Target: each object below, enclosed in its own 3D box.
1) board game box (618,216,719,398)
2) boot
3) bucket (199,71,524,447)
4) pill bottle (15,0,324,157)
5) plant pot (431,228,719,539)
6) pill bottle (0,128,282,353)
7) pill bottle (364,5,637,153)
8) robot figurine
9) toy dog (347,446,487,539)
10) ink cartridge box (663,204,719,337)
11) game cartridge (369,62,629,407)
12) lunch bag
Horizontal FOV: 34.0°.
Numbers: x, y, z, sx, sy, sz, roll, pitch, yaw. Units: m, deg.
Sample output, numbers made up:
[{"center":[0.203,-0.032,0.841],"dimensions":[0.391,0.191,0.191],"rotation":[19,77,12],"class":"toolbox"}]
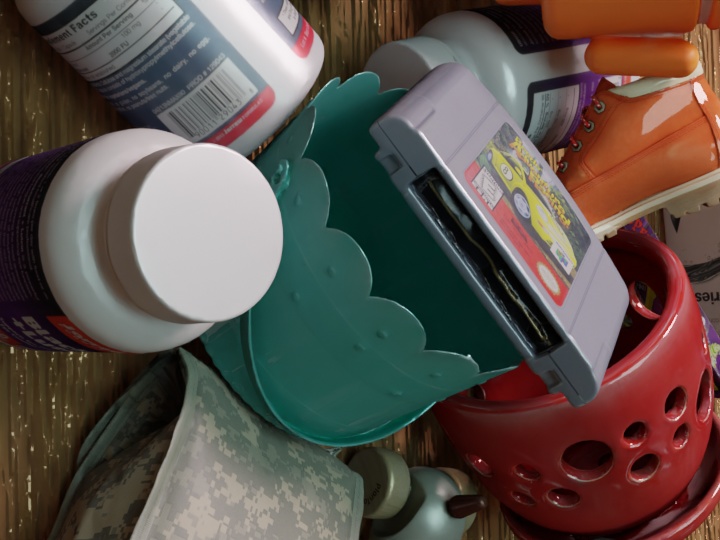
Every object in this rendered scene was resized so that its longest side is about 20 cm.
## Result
[{"center":[0.212,0.024,0.943],"dimensions":[0.200,0.120,0.032],"rotation":[52,58,-25],"class":"board game box"},{"center":[0.160,-0.072,0.814],"dimensions":[0.075,0.199,0.108],"rotation":[-57,125,-80],"class":"boot"},{"center":[0.000,0.000,0.718],"dimensions":[0.207,0.135,0.208],"rotation":[33,39,-32],"class":"bucket"},{"center":[-0.126,-0.161,0.675],"dimensions":[0.200,0.119,0.120],"rotation":[46,61,-27],"class":"pill bottle"},{"center":[0.158,0.097,0.850],"dimensions":[0.200,0.200,0.183],"rotation":[-45,125,-32],"class":"plant pot"},{"center":[-0.129,-0.013,0.611],"dimensions":[0.111,0.199,0.112],"rotation":[3,86,-39],"class":"pill bottle"},{"center":[0.100,-0.135,0.855],"dimensions":[0.199,0.111,0.112],"rotation":[-17,98,-39],"class":"pill bottle"},{"center":[0.181,-0.212,0.758],"dimensions":[0.117,0.199,0.145],"rotation":[72,20,-58],"class":"robot figurine"},{"center":[0.045,0.219,0.809],"dimensions":[0.131,0.096,0.201],"rotation":[-10,94,-39],"class":"toy dog"},{"center":[0.352,-0.019,1.044],"dimensions":[0.083,0.146,0.202],"rotation":[-6,90,-38],"class":"ink cartridge box"},{"center":[0.091,-0.029,0.708],"dimensions":[0.200,0.041,0.133],"rotation":[53,27,-8],"class":"game cartridge"},{"center":[-0.090,0.166,0.684],"dimensions":[0.164,0.117,0.201],"rotation":[40,52,-30],"class":"lunch bag"}]
